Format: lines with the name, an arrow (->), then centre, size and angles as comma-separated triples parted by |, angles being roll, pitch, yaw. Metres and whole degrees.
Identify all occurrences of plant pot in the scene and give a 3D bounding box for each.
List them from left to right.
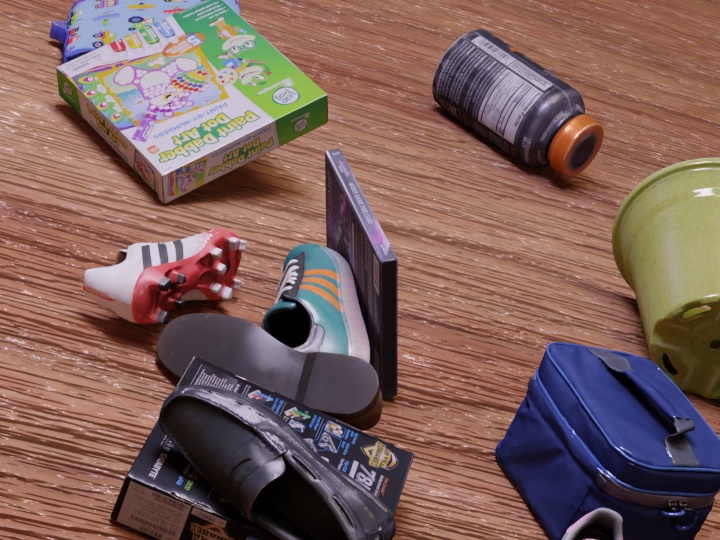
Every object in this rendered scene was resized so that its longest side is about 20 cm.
plant pot -> 0.352, 0.021, 2.140 | 0.200, 0.201, 0.184 | 18, 37, -8

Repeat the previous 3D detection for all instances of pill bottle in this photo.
pill bottle -> 0.187, -0.188, 2.486 | 0.200, 0.106, 0.106 | 38, 29, 28

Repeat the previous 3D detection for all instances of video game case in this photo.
video game case -> 0.000, 0.000, 1.927 | 0.019, 0.143, 0.200 | -8, 33, -11

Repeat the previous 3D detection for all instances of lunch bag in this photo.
lunch bag -> -0.232, -0.246, 2.298 | 0.199, 0.094, 0.151 | 8, 30, -9
lunch bag -> 0.219, 0.153, 1.810 | 0.136, 0.133, 0.200 | 6, 29, -31

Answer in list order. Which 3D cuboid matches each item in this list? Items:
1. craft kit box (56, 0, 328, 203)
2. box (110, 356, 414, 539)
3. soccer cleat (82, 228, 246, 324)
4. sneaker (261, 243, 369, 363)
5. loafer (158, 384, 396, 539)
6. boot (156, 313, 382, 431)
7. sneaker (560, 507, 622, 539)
craft kit box -> -0.168, -0.174, 2.140 | 0.200, 0.049, 0.198 | -29, 56, -25
box -> -0.070, 0.164, 1.652 | 0.198, 0.050, 0.200 | 24, 27, 0
soccer cleat -> -0.168, -0.001, 1.880 | 0.085, 0.069, 0.200 | 15, 20, 20
sneaker -> -0.051, 0.033, 1.900 | 0.080, 0.072, 0.200 | 15, 27, -23
loafer -> -0.066, 0.149, 1.555 | 0.200, 0.068, 0.070 | 34, 20, 13
boot -> -0.076, 0.093, 1.790 | 0.199, 0.074, 0.076 | 16, -21, 16
sneaker -> 0.161, 0.249, 1.634 | 0.070, 0.082, 0.200 | 23, 25, 1
